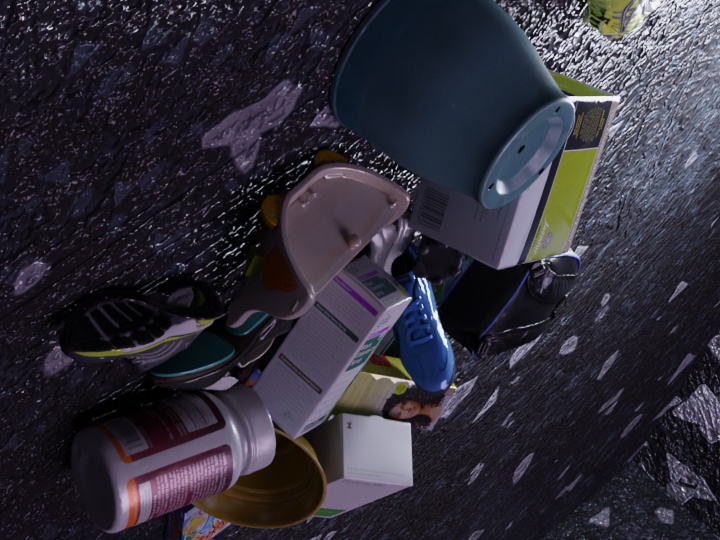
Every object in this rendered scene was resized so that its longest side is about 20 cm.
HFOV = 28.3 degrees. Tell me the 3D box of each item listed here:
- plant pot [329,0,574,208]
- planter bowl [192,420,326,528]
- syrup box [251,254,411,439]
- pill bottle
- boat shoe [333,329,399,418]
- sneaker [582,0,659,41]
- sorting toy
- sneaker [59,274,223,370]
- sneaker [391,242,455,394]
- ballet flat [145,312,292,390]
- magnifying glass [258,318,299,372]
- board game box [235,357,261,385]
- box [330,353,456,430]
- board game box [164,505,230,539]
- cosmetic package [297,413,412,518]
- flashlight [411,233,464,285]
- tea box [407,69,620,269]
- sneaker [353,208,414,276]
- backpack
[{"bbox_3d":[0.104,-0.170,1.420,0.200,0.188,0.201,-40,157,-20],"label":"plant pot"},{"bbox_3d":[-0.130,0.216,1.718,0.084,0.198,0.201,-75,-176,-46],"label":"planter bowl"},{"bbox_3d":[-0.035,0.086,1.621,0.201,0.081,0.079,-54,167,23],"label":"syrup box"},{"bbox_3d":[-0.199,0.196,1.531,0.199,0.114,0.115,-16,145,-33],"label":"pill bottle"},{"bbox_3d":[0.033,0.131,1.826,0.068,0.057,0.201,-9,136,-59],"label":"boat shoe"},{"bbox_3d":[0.300,-0.317,1.690,0.077,0.075,0.200,-52,157,12],"label":"sneaker"},{"bbox_3d":[-0.071,-0.016,1.490,0.200,0.107,0.180,-45,179,-44],"label":"sorting toy"},{"bbox_3d":[-0.216,0.065,1.382,0.199,0.074,0.081,-11,142,-54],"label":"sneaker"},{"bbox_3d":[0.062,0.052,1.734,0.065,0.202,0.078,-18,157,9],"label":"sneaker"},{"bbox_3d":[-0.143,0.088,1.543,0.199,0.068,0.069,-33,134,-32],"label":"ballet flat"},{"bbox_3d":[-0.070,0.057,1.650,0.079,0.022,0.201,-29,152,-40],"label":"magnifying glass"},{"bbox_3d":[-0.070,0.092,1.768,0.103,0.019,0.199,-56,157,17],"label":"board game box"},{"bbox_3d":[0.017,0.144,1.756,0.198,0.050,0.076,12,119,-32],"label":"box"},{"bbox_3d":[-0.171,0.290,1.894,0.199,0.034,0.136,-34,155,-31],"label":"board game box"},{"bbox_3d":[-0.031,0.247,1.789,0.107,0.086,0.200,11,156,-29],"label":"cosmetic package"},{"bbox_3d":[0.103,-0.031,1.717,0.200,0.067,0.068,-73,-177,-79],"label":"flashlight"},{"bbox_3d":[0.178,-0.126,1.641,0.196,0.133,0.202,-9,120,-56],"label":"tea box"},{"bbox_3d":[0.000,0.000,1.687,0.079,0.074,0.201,-18,139,-34],"label":"sneaker"},{"bbox_3d":[0.201,0.012,1.965,0.199,0.147,0.184,-4,132,-55],"label":"backpack"}]
